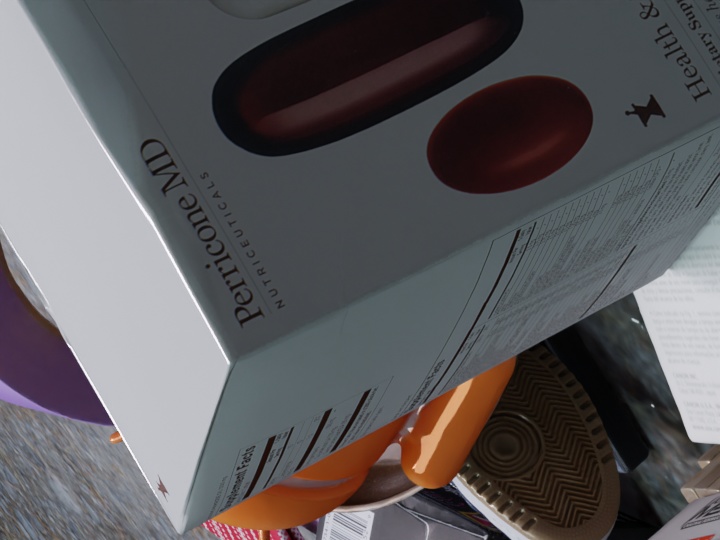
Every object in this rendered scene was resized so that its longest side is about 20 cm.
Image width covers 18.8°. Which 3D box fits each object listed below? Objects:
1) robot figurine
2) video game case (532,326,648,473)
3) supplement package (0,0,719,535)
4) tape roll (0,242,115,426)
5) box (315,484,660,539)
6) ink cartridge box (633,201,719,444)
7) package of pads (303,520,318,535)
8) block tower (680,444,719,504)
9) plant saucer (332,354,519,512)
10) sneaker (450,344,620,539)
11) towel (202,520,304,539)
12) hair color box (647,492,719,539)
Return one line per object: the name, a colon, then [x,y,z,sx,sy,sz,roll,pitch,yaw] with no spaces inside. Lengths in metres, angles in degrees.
robot figurine: [-0.025,0.017,0.835,0.200,0.143,0.117,-58,40,29]
video game case: [0.045,0.029,1.031,0.143,0.019,0.200,57,158,-13]
supplement package: [-0.011,-0.062,0.682,0.192,0.199,0.147,57,158,16]
tape roll: [-0.120,-0.029,1.026,0.201,0.200,0.085,58,158,-16]
box: [0.047,0.200,1.036,0.132,0.114,0.201,20,103,52]
ink cartridge box: [0.134,-0.037,0.717,0.160,0.047,0.201,-2,110,66]
package of pads: [-0.042,0.077,1.199,0.121,0.076,0.200,59,163,-20]
block tower: [0.188,0.082,0.760,0.058,0.054,0.200,54,160,-8]
plant saucer: [0.000,0.000,0.916,0.199,0.034,0.202,-1,89,41]
sneaker: [0.041,0.069,0.974,0.200,0.070,0.109,48,155,29]
towel: [-0.093,0.094,1.198,0.200,0.022,0.145,22,143,59]
hair color box: [0.083,0.155,0.739,0.061,0.200,0.101,51,160,0]
